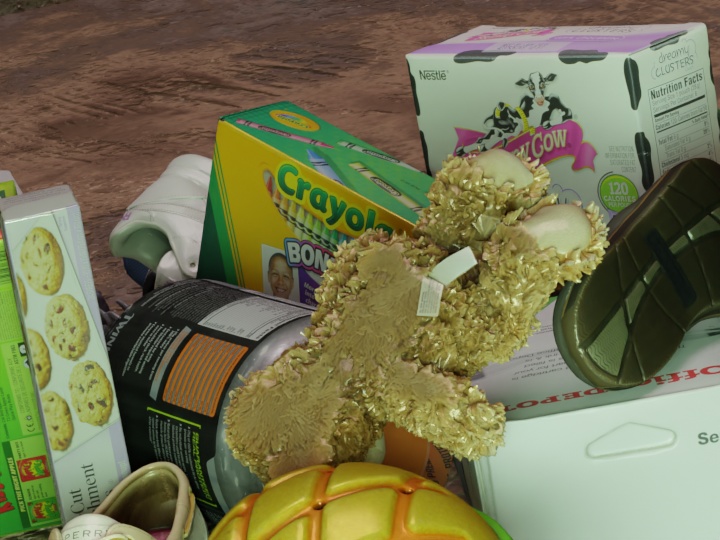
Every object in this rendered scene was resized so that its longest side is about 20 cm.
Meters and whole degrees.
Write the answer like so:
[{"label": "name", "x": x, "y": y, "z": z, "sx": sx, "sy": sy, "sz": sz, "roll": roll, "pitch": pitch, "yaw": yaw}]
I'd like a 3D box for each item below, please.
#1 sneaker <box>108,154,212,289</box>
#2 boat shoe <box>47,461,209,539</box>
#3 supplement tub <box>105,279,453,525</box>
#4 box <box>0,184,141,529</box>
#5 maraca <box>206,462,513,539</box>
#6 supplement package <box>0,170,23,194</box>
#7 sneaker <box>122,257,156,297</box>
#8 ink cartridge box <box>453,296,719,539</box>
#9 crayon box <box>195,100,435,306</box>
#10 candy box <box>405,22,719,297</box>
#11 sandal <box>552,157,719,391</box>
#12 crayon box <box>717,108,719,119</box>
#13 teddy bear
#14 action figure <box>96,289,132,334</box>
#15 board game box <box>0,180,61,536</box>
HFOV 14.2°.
[{"label": "sneaker", "x": -0.066, "y": 0.011, "z": 1.767, "sx": 0.199, "sy": 0.075, "sz": 0.100, "roll": 32, "pitch": 52, "yaw": 26}, {"label": "boat shoe", "x": -0.123, "y": 0.146, "z": 1.356, "sx": 0.073, "sy": 0.070, "sz": 0.200, "roll": -7, "pitch": 15, "yaw": 15}, {"label": "supplement tub", "x": -0.045, "y": 0.075, "z": 1.468, "sx": 0.122, "sy": 0.123, "sz": 0.200, "roll": -18, "pitch": 17, "yaw": -28}, {"label": "box", "x": -0.143, "y": 0.058, "z": 1.443, "sx": 0.041, "sy": 0.201, "sz": 0.039, "roll": -12, "pitch": 20, "yaw": -9}, {"label": "maraca", "x": 0.012, "y": 0.141, "z": 1.207, "sx": 0.199, "sy": 0.107, "sz": 0.137, "roll": 11, "pitch": 44, "yaw": 38}, {"label": "supplement package", "x": -0.255, "y": 0.030, "z": 1.655, "sx": 0.155, "sy": 0.112, "sz": 0.200, "roll": 1, "pitch": 26, "yaw": -23}, {"label": "sneaker", "x": -0.113, "y": 0.002, "z": 1.893, "sx": 0.089, "sy": 0.079, "sz": 0.200, "roll": -15, "pitch": 15, "yaw": -27}, {"label": "ink cartridge box", "x": 0.117, "y": 0.075, "z": 1.426, "sx": 0.145, "sy": 0.085, "sz": 0.200, "roll": -11, "pitch": 15, "yaw": -1}, {"label": "crayon box", "x": 0.000, "y": 0.000, "z": 1.599, "sx": 0.199, "sy": 0.119, "sz": 0.058, "roll": 29, "pitch": 32, "yaw": 35}, {"label": "candy box", "x": 0.121, "y": -0.033, "z": 1.605, "sx": 0.167, "sy": 0.201, "sz": 0.071, "roll": 4, "pitch": 20, "yaw": 46}, {"label": "sandal", "x": 0.141, "y": 0.006, "z": 1.393, "sx": 0.054, "sy": 0.082, "sz": 0.200, "roll": -24, "pitch": 10, "yaw": 40}, {"label": "crayon box", "x": 0.153, "y": -0.041, "z": 1.663, "sx": 0.199, "sy": 0.126, "sz": 0.051, "roll": 23, "pitch": 33, "yaw": 36}, {"label": "teddy bear", "x": 0.028, "y": 0.029, "z": 1.325, "sx": 0.145, "sy": 0.067, "sz": 0.201, "roll": 23, "pitch": 74, "yaw": 35}, {"label": "action figure", "x": -0.082, "y": 0.060, "z": 1.664, "sx": 0.130, "sy": 0.070, "sz": 0.200, "roll": -4, "pitch": 12, "yaw": -38}, {"label": "board game box", "x": -0.209, "y": 0.054, "z": 1.511, "sx": 0.101, "sy": 0.201, "sz": 0.048, "roll": -11, "pitch": 39, "yaw": -4}]
